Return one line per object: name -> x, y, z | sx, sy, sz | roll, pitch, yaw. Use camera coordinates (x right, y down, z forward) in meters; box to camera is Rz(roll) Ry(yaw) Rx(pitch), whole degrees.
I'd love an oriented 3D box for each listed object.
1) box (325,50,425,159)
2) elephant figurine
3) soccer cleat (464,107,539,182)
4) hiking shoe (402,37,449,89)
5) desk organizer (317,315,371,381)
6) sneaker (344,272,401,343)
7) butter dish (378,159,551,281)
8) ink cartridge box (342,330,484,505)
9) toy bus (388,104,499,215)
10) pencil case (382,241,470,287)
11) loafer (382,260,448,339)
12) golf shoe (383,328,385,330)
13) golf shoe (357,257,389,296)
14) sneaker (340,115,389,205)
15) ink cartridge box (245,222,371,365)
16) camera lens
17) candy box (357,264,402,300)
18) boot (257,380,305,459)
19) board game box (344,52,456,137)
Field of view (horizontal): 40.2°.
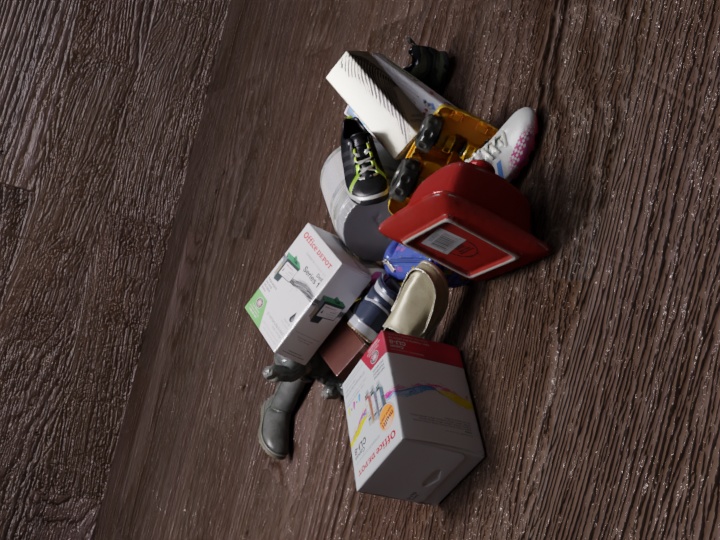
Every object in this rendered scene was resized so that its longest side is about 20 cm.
box -> 0.036, -0.289, 1.713 | 0.200, 0.082, 0.068 | 50, 120, 12
elephant figurine -> -0.102, 0.157, 1.834 | 0.155, 0.198, 0.143 | -22, 57, 62
soccer cleat -> 0.197, -0.160, 1.493 | 0.201, 0.086, 0.070 | -65, 26, 20
hiking shoe -> 0.084, -0.324, 1.817 | 0.076, 0.100, 0.201 | -106, 38, -73
desk organizer -> -0.036, 0.122, 1.758 | 0.077, 0.072, 0.200 | -48, 38, 5
sneaker -> 0.029, 0.059, 1.701 | 0.109, 0.070, 0.200 | -52, 5, 2
butter dish -> 0.159, -0.092, 1.425 | 0.200, 0.198, 0.149 | -27, 42, 60
ink cartridge box -> 0.074, 0.222, 1.472 | 0.146, 0.143, 0.201 | -55, 31, 36
toy bus -> 0.134, -0.182, 1.625 | 0.192, 0.135, 0.201 | -91, 26, -67
pencil case -> 0.106, -0.015, 1.608 | 0.200, 0.086, 0.079 | 5, 102, 65
loafer -> 0.078, 0.079, 1.531 | 0.075, 0.068, 0.202 | 31, 120, 29
golf shoe -> 0.066, 0.165, 1.642 | 0.097, 0.078, 0.201 | 49, 127, 41
golf shoe -> 0.000, 0.000, 1.798 | 0.200, 0.075, 0.092 | -10, 64, 64
sneaker -> -0.004, -0.191, 1.669 | 0.201, 0.071, 0.083 | -110, 5, -46
ink cartridge box -> -0.094, 0.039, 1.734 | 0.201, 0.084, 0.146 | -53, 43, 11
camera lens -> 0.017, -0.132, 1.789 | 0.161, 0.159, 0.201 | -62, 27, 28
candy box -> 0.042, 0.054, 1.793 | 0.200, 0.026, 0.103 | -150, 72, -66
boot -> -0.144, 0.266, 2.048 | 0.201, 0.072, 0.183 | -54, 33, 27
board game box -> 0.074, -0.281, 1.758 | 0.200, 0.035, 0.127 | 40, 119, 19
